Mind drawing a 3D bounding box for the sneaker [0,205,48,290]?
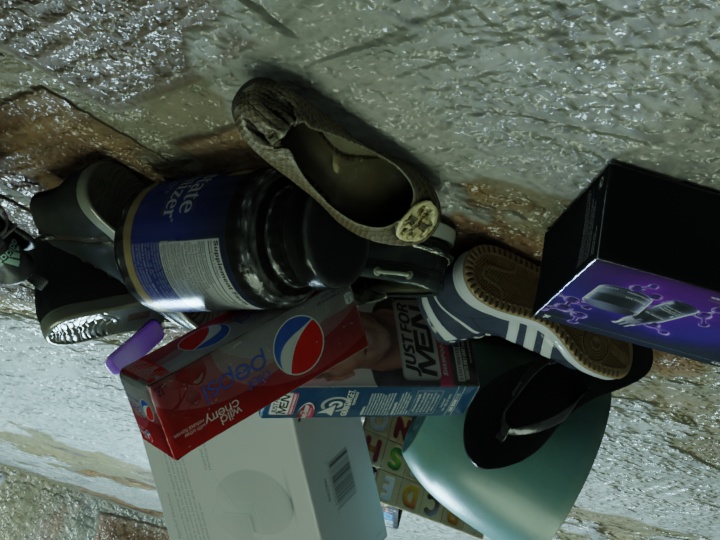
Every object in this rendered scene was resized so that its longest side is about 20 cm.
[{"bbox_3d":[-0.328,-0.038,1.001,0.140,0.078,0.200,49,162,-5],"label":"sneaker"}]

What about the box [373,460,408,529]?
[{"bbox_3d":[0.045,0.216,1.371,0.045,0.161,0.200,13,160,7],"label":"box"}]

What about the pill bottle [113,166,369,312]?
[{"bbox_3d":[-0.095,-0.024,0.913,0.198,0.113,0.112,-4,154,36],"label":"pill bottle"}]

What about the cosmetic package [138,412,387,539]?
[{"bbox_3d":[-0.100,0.207,1.158,0.198,0.202,0.123,-4,-164,30],"label":"cosmetic package"}]

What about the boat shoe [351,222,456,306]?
[{"bbox_3d":[0.000,0.000,0.985,0.075,0.061,0.199,21,160,-32],"label":"boat shoe"}]

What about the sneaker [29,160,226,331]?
[{"bbox_3d":[-0.203,-0.015,1.028,0.105,0.075,0.201,-9,129,44],"label":"sneaker"}]

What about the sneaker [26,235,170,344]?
[{"bbox_3d":[-0.221,-0.002,1.105,0.198,0.107,0.075,-9,153,-29],"label":"sneaker"}]

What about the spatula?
[{"bbox_3d":[-0.153,0.043,1.082,0.198,0.021,0.057,-26,159,-10],"label":"spatula"}]

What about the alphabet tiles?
[{"bbox_3d":[0.085,0.195,1.282,0.199,0.169,0.008,26,162,-29],"label":"alphabet tiles"}]

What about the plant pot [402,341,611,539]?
[{"bbox_3d":[0.138,0.166,1.157,0.160,0.202,0.201,27,159,0],"label":"plant pot"}]

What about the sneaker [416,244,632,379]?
[{"bbox_3d":[0.141,0.045,1.004,0.199,0.071,0.108,28,152,-23],"label":"sneaker"}]

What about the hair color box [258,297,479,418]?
[{"bbox_3d":[0.003,0.079,1.049,0.197,0.101,0.061,1,146,-14],"label":"hair color box"}]

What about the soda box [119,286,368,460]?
[{"bbox_3d":[-0.093,0.072,0.930,0.063,0.199,0.071,15,127,54],"label":"soda box"}]

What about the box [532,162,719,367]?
[{"bbox_3d":[0.246,0.006,0.838,0.197,0.080,0.141,15,162,-5],"label":"box"}]

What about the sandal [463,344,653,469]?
[{"bbox_3d":[0.175,0.110,1.041,0.199,0.077,0.043,-36,167,6],"label":"sandal"}]

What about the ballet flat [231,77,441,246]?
[{"bbox_3d":[-0.010,-0.070,0.808,0.199,0.068,0.046,35,-174,-36],"label":"ballet flat"}]
